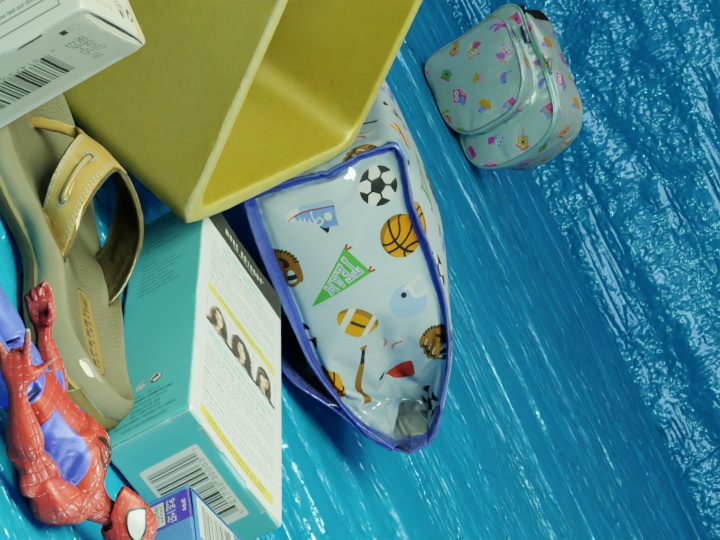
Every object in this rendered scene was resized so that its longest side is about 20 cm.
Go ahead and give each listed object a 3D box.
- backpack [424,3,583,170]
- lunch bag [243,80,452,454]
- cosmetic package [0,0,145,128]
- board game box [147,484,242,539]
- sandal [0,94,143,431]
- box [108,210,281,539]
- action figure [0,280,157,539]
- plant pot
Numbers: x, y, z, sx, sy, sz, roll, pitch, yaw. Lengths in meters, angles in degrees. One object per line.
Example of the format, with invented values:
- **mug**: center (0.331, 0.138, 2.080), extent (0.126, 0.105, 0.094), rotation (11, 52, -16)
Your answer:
- **backpack**: center (0.192, -0.234, 2.237), extent (0.153, 0.175, 0.201), rotation (-10, 73, -59)
- **lunch bag**: center (0.000, 0.000, 1.094), extent (0.170, 0.123, 0.201), rotation (-92, 162, -67)
- **cosmetic package**: center (-0.186, -0.171, 0.751), extent (0.201, 0.103, 0.073), rotation (67, 12, 12)
- **board game box**: center (-0.041, 0.210, 0.690), extent (0.152, 0.045, 0.201), rotation (53, 16, -39)
- **sandal**: center (-0.129, -0.021, 0.784), extent (0.080, 0.054, 0.201), rotation (44, 23, -56)
- **box**: center (-0.080, 0.048, 0.850), extent (0.083, 0.049, 0.201), rotation (57, 14, -28)
- **action figure**: center (-0.139, 0.033, 0.660), extent (0.201, 0.051, 0.066), rotation (61, 9, -21)
- **plant pot**: center (-0.087, -0.176, 0.897), extent (0.199, 0.195, 0.195), rotation (34, 27, 13)
